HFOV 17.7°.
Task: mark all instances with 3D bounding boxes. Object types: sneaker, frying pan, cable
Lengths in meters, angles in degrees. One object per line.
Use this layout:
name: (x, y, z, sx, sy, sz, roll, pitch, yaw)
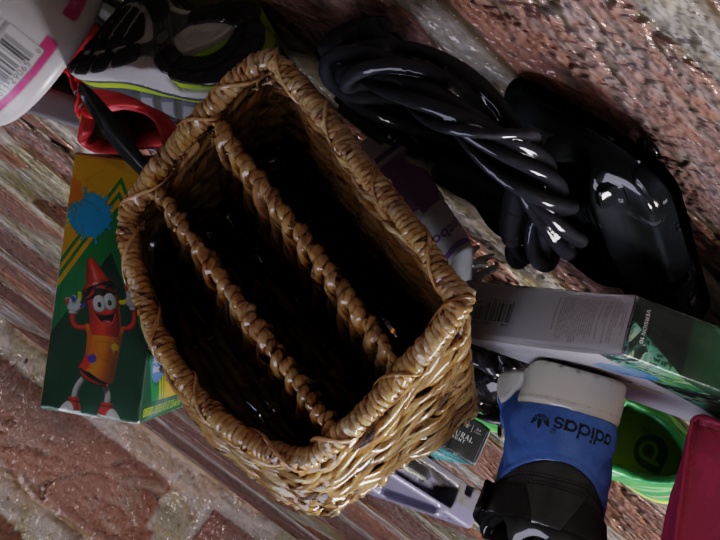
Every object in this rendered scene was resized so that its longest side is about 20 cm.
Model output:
sneaker: (-0.161, -0.118, 1.458, 0.199, 0.085, 0.077, 24, 165, 36)
sneaker: (-0.100, -0.110, 1.342, 0.200, 0.074, 0.081, 20, 155, 53)
sneaker: (0.143, 0.090, 1.534, 0.199, 0.074, 0.084, 23, 170, 3)
frying pan: (-0.106, -0.025, 1.409, 0.190, 0.031, 0.115, 49, 157, 25)
sneaker: (0.000, 0.000, 1.384, 0.114, 0.073, 0.200, 51, 153, -1)
sneaker: (0.102, 0.116, 1.284, 0.076, 0.112, 0.200, 15, 173, 0)
cable: (0.045, -0.058, 1.138, 0.163, 0.051, 0.200, 48, 174, -12)

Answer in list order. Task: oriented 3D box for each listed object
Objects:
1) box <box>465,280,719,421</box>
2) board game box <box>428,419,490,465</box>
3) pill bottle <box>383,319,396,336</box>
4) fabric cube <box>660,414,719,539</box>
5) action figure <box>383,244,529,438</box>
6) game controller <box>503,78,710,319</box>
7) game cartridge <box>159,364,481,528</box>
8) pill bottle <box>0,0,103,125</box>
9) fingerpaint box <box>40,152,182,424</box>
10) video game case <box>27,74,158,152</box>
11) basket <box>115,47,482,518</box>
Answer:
box: (0.168, 0.052, 1.233, 0.199, 0.037, 0.144, 19, 173, -33)
board game box: (-0.015, 0.081, 1.494, 0.135, 0.028, 0.200, 29, 168, -19)
pill bottle: (-0.023, 0.017, 1.586, 0.106, 0.107, 0.200, 22, 164, 44)
fabric cube: (0.254, 0.204, 1.258, 0.195, 0.201, 0.199, 9, 165, 8)
action figure: (0.074, 0.045, 1.463, 0.199, 0.102, 0.119, 17, 155, 34)
game controller: (0.127, -0.032, 1.182, 0.104, 0.042, 0.200, 44, 173, 25)
game cartridge: (-0.025, 0.106, 1.479, 0.129, 0.039, 0.200, 8, 160, 44)
pill bottle: (-0.262, -0.188, 1.376, 0.200, 0.114, 0.113, 38, 167, -22)
fingerpaint box: (-0.141, 0.007, 1.553, 0.073, 0.168, 0.200, 9, -177, 10)
video game case: (-0.247, -0.139, 1.607, 0.181, 0.023, 0.200, 28, -174, 26)
basket: (-0.044, 0.012, 1.212, 0.200, 0.142, 0.149, 54, 169, 24)
